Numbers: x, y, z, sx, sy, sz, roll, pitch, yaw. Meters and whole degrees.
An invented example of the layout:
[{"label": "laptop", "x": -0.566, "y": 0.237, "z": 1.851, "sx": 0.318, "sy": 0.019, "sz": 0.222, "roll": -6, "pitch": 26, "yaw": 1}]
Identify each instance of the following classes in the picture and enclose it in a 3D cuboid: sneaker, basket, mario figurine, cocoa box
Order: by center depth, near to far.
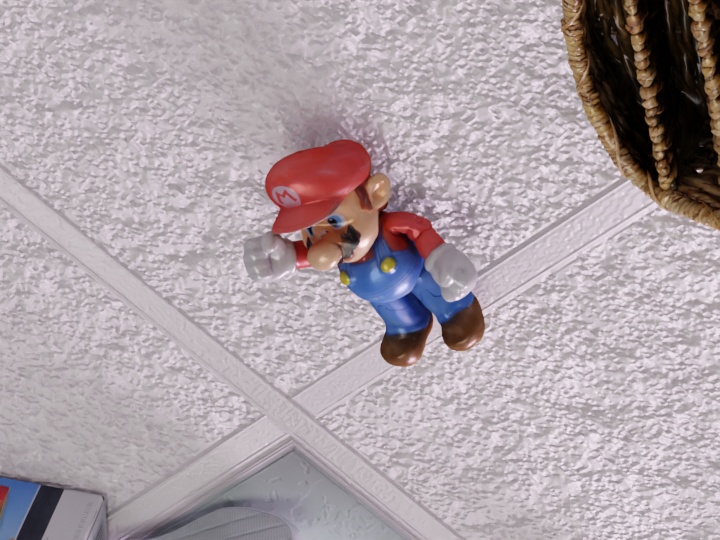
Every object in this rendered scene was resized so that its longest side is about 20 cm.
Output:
[{"label": "basket", "x": 0.187, "y": -0.124, "z": 1.136, "sx": 0.142, "sy": 0.150, "sz": 0.201, "roll": -2, "pitch": 131, "yaw": 18}, {"label": "mario figurine", "x": 0.000, "y": 0.000, "z": 1.330, "sx": 0.123, "sy": 0.106, "sz": 0.200, "roll": -41, "pitch": 125, "yaw": 2}, {"label": "sneaker", "x": -0.124, "y": 0.248, "z": 1.634, "sx": 0.199, "sy": 0.074, "sz": 0.071, "roll": -14, "pitch": 147, "yaw": 30}, {"label": "cocoa box", "x": -0.294, "y": 0.293, "z": 1.669, "sx": 0.130, "sy": 0.134, "sz": 0.201, "roll": 10, "pitch": 133, "yaw": 8}]
